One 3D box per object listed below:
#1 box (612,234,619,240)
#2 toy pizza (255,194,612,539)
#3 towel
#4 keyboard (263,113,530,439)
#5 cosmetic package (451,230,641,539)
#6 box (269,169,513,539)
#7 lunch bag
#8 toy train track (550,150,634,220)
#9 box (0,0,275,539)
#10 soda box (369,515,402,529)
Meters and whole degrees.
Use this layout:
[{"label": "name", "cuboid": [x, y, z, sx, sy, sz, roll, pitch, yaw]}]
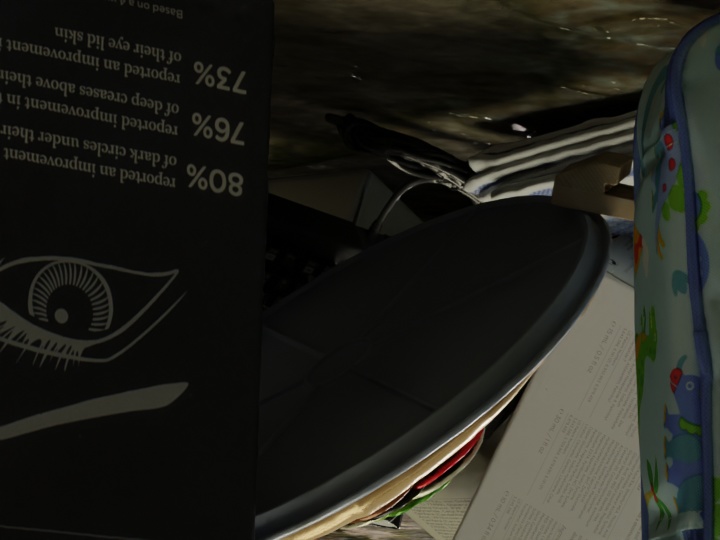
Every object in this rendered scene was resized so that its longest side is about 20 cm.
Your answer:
[{"label": "box", "cuboid": [0.123, 0.042, 1.243, 0.161, 0.049, 0.200, 33, 157, -21]}, {"label": "toy pizza", "cuboid": [0.000, 0.042, 0.961, 0.200, 0.032, 0.200, -29, -163, 10]}, {"label": "towel", "cuboid": [0.156, -0.032, 1.058, 0.199, 0.024, 0.147, 10, 165, -39]}, {"label": "keyboard", "cuboid": [0.000, 0.000, 1.069, 0.199, 0.127, 0.021, 18, -162, -36]}, {"label": "cosmetic package", "cuboid": [0.119, 0.108, 1.117, 0.150, 0.201, 0.052, 31, -154, 14]}, {"label": "box", "cuboid": [0.022, 0.042, 1.184, 0.082, 0.069, 0.200, -3, 146, 39]}, {"label": "lunch bag", "cuboid": [0.163, 0.018, 0.848, 0.160, 0.201, 0.082, 1, 170, -7]}, {"label": "toy train track", "cuboid": [0.162, -0.019, 0.931, 0.199, 0.033, 0.115, 12, -165, 14]}, {"label": "box", "cuboid": [-0.114, 0.007, 0.866, 0.147, 0.201, 0.104, 11, 167, -35]}, {"label": "soda box", "cuboid": [-0.004, 0.071, 1.380, 0.063, 0.071, 0.200, 10, -176, 2]}]
